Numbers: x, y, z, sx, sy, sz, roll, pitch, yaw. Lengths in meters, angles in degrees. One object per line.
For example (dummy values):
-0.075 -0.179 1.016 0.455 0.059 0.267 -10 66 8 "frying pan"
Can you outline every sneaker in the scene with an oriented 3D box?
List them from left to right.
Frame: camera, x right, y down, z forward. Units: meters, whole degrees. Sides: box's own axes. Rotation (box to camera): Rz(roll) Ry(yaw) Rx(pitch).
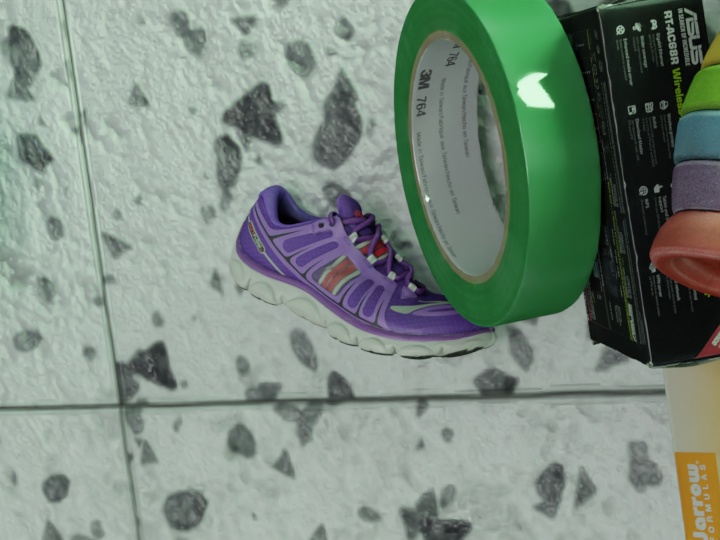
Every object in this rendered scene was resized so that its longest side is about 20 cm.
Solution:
0.000 0.000 1.256 0.199 0.080 0.084 24 105 26 "sneaker"

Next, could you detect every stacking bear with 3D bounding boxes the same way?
0.219 -0.090 0.972 0.121 0.113 0.202 10 81 40 "stacking bear"

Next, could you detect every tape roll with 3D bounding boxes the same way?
0.077 -0.069 1.144 0.200 0.048 0.203 169 90 -71 "tape roll"

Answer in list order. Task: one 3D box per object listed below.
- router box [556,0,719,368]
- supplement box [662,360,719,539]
0.160 -0.053 1.103 0.061 0.150 0.202 -10 95 -6 "router box"
0.277 0.097 1.091 0.199 0.073 0.127 -5 96 41 "supplement box"
